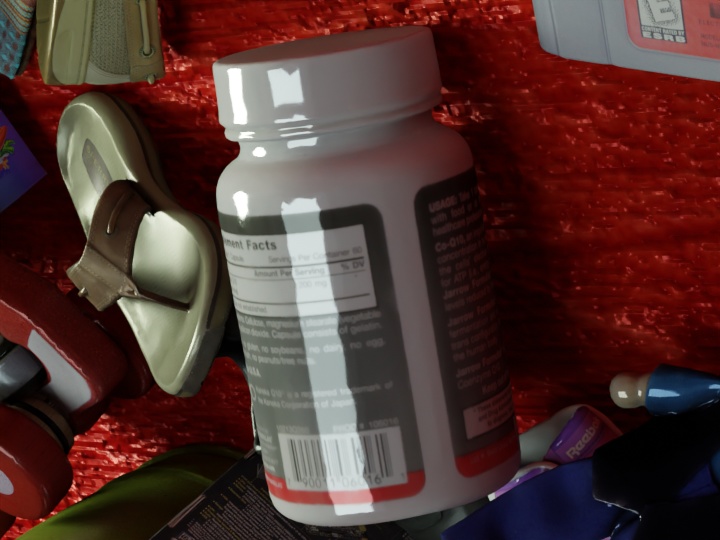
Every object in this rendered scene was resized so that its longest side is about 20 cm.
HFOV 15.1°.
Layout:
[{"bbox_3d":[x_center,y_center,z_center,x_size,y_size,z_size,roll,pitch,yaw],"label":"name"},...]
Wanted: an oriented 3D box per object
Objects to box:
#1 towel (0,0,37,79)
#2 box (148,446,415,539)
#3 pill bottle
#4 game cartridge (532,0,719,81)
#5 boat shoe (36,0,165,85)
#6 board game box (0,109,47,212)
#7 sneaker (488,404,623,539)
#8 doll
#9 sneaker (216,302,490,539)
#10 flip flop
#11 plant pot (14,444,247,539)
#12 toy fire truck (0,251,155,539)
[{"bbox_3d":[-0.228,-0.199,1.329,0.200,0.022,0.147,39,140,13],"label":"towel"},{"bbox_3d":[-0.004,0.176,1.304,0.200,0.161,0.049,43,141,7],"label":"box"},{"bbox_3d":[0.000,0.000,1.178,0.114,0.114,0.200,0,103,43],"label":"pill bottle"},{"bbox_3d":[0.143,-0.135,1.027,0.200,0.041,0.133,11,123,37],"label":"game cartridge"},{"bbox_3d":[-0.103,-0.163,1.217,0.073,0.063,0.201,-103,21,-45],"label":"boat shoe"},{"bbox_3d":[-0.265,-0.071,1.428,0.200,0.045,0.135,-19,110,53],"label":"board game box"},{"bbox_3d":[0.134,0.113,1.183,0.200,0.073,0.114,0,130,42],"label":"sneaker"},{"bbox_3d":[0.128,0.106,1.131,0.137,0.200,0.048,62,-179,20],"label":"doll"},{"bbox_3d":[-0.003,0.079,1.284,0.200,0.091,0.076,50,138,-2],"label":"sneaker"},{"bbox_3d":[-0.113,-0.014,1.275,0.200,0.058,0.081,59,135,41],"label":"flip flop"},{"bbox_3d":[-0.129,0.202,1.367,0.200,0.193,0.201,6,100,37],"label":"plant pot"},{"bbox_3d":[-0.205,0.041,1.392,0.168,0.112,0.200,43,149,-9],"label":"toy fire truck"}]
